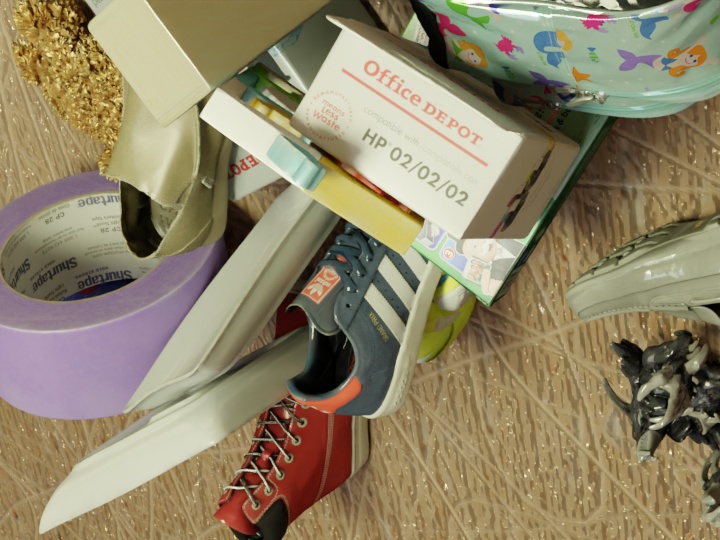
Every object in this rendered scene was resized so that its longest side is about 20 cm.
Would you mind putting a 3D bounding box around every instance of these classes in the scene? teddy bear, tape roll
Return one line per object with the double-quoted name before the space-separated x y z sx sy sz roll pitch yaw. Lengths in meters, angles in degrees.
"teddy bear" -0.186 -0.120 1.509 0.200 0.067 0.145 48 147 -1
"tape roll" -0.193 0.014 1.530 0.199 0.200 0.085 18 136 33

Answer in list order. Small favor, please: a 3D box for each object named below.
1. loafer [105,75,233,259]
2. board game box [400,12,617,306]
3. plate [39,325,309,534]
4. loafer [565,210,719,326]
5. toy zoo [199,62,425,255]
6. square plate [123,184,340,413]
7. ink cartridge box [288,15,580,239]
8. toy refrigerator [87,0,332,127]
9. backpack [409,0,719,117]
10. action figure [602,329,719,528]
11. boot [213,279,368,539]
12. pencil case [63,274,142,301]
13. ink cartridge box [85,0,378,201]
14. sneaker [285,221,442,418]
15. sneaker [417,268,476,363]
"loafer" -0.125 -0.079 1.343 0.076 0.067 0.201 27 141 27
"board game box" 0.077 -0.098 1.223 0.134 0.029 0.200 38 116 13
"plate" -0.108 0.097 1.411 0.200 0.199 0.032 -28 93 39
"loafer" 0.203 0.005 1.232 0.200 0.070 0.070 -20 100 51
"toy zoo" -0.021 -0.063 1.136 0.131 0.200 0.021 34 101 -3
"square plate" -0.073 0.010 1.378 0.028 0.200 0.198 38 159 -9
"ink cartridge box" 0.038 -0.074 1.113 0.115 0.200 0.068 34 100 14
"toy refrigerator" -0.062 -0.172 1.218 0.076 0.200 0.070 52 144 -6
"backpack" 0.135 -0.169 1.051 0.199 0.178 0.151 7 151 36
"action figure" 0.219 0.090 1.271 0.119 0.102 0.200 47 144 -21
"boot" -0.059 0.116 1.539 0.072 0.144 0.201 24 137 30
"pencil case" -0.200 0.033 1.657 0.199 0.078 0.087 15 145 36
"ink cartridge box" -0.080 -0.161 1.349 0.200 0.083 0.146 54 143 -10
"sneaker" 0.000 0.000 1.310 0.075 0.084 0.201 27 111 54
"sneaker" 0.038 -0.016 1.374 0.105 0.076 0.200 40 144 10
